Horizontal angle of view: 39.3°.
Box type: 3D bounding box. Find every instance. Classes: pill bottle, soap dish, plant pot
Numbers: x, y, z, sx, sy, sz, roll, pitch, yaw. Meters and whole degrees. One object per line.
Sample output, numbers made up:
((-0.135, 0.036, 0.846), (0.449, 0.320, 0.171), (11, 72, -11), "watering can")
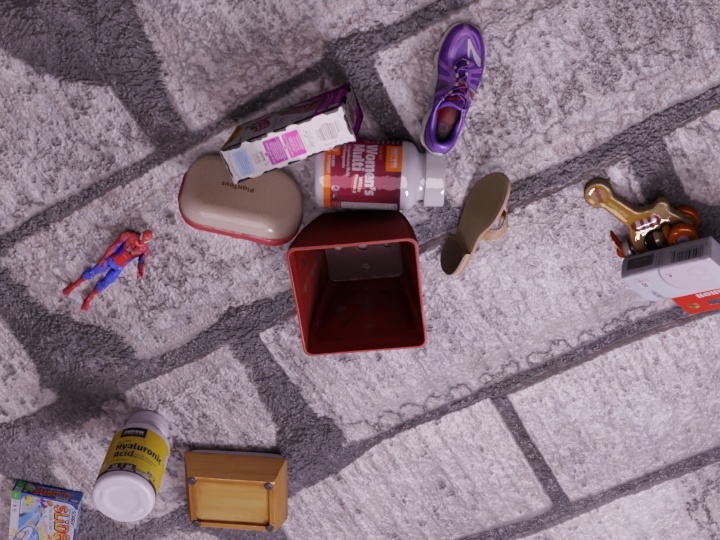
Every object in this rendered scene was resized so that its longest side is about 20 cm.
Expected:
((0.031, -0.149, 1.577), (0.200, 0.110, 0.110), (2, 120, 2), "pill bottle")
((-0.242, 0.427, 1.943), (0.200, 0.081, 0.158), (4, 121, 2), "soap dish")
((0.000, 0.000, 1.627), (0.200, 0.176, 0.200), (-5, 121, 5), "plant pot")
((-0.410, 0.350, 1.837), (0.111, 0.200, 0.111), (1, 120, 2), "pill bottle")

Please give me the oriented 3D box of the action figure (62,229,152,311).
((-0.424, 0.005, 1.699), (0.200, 0.099, 0.065), (-40, 113, 20), "action figure")

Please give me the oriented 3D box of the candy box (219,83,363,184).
((-0.102, -0.209, 1.531), (0.200, 0.136, 0.061), (-19, 111, 13), "candy box")

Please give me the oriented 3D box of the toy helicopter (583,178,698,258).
((0.442, -0.076, 1.636), (0.200, 0.079, 0.132), (34, 126, -4), "toy helicopter")

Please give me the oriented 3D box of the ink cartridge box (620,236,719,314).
((0.546, 0.027, 1.628), (0.200, 0.057, 0.162), (38, 145, -28), "ink cartridge box")

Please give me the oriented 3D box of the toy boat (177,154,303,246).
((-0.193, -0.097, 1.629), (0.200, 0.131, 0.131), (13, 150, -4), "toy boat")

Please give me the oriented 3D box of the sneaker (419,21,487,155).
((0.145, -0.268, 1.499), (0.081, 0.083, 0.200), (10, 97, -6), "sneaker")

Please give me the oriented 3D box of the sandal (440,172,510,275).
((0.207, -0.077, 1.650), (0.070, 0.078, 0.212), (1, 134, -34), "sandal")

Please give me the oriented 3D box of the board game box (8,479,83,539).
((-0.641, 0.521, 2.043), (0.135, 0.034, 0.200), (12, 120, -4), "board game box")
